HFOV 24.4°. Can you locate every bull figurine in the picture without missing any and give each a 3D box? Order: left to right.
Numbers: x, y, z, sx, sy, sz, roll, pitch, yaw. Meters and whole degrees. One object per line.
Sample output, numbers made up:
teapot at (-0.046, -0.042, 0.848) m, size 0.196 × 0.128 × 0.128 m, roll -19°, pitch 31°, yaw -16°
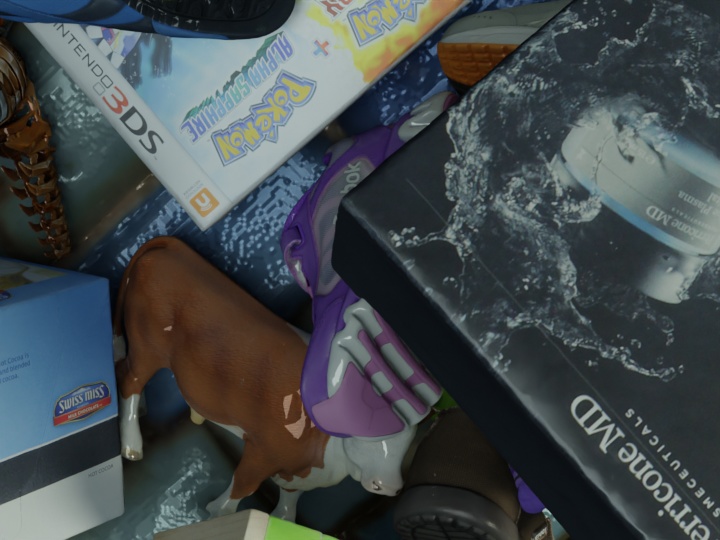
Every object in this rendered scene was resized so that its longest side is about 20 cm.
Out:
bull figurine at (-0.054, 0.067, 0.845) m, size 0.200 × 0.065 × 0.122 m, roll 39°, pitch 112°, yaw 27°

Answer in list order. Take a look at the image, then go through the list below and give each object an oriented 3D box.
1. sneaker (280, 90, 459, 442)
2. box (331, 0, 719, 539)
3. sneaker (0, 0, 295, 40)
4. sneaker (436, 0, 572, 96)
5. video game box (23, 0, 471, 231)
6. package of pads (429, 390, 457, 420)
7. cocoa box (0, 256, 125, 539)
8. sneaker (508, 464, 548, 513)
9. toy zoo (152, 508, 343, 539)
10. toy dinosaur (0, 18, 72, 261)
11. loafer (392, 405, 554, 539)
sneaker at (0.000, 0.000, 0.799) m, size 0.088 × 0.201 × 0.081 m, roll -6°, pitch 134°, yaw 25°
box at (0.125, -0.004, 0.653) m, size 0.200 × 0.117 × 0.197 m, roll -41°, pitch 82°, yaw -10°
sneaker at (-0.131, -0.147, 0.793) m, size 0.199 × 0.078 × 0.066 m, roll 8°, pitch 83°, yaw -10°
sneaker at (0.137, -0.113, 0.804) m, size 0.199 × 0.092 × 0.076 m, roll 6°, pitch 146°, yaw 25°
video game box at (-0.063, -0.151, 0.829) m, size 0.200 × 0.047 × 0.182 m, roll -40°, pitch 97°, yaw 15°
package of pads at (0.135, 0.020, 0.802) m, size 0.154 × 0.068 × 0.200 m, roll 25°, pitch 129°, yaw 2°
cocoa box at (-0.232, 0.076, 0.811) m, size 0.133 × 0.200 × 0.132 m, roll 9°, pitch 108°, yaw 38°
sneaker at (0.137, 0.114, 0.758) m, size 0.199 × 0.084 × 0.081 m, roll 25°, pitch 133°, yaw -28°
toy zoo at (0.005, 0.165, 0.839) m, size 0.199 × 0.131 × 0.021 m, roll 22°, pitch 68°, yaw -21°
toy dinosaur at (-0.211, -0.090, 0.837) m, size 0.200 × 0.136 × 0.102 m, roll 44°, pitch 150°, yaw -3°
loafer at (0.067, 0.122, 0.822) m, size 0.073 × 0.200 × 0.071 m, roll 9°, pitch 68°, yaw 13°
